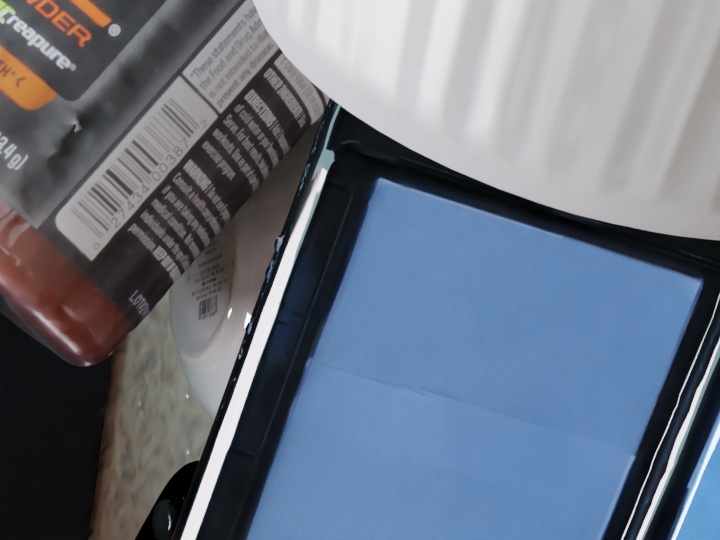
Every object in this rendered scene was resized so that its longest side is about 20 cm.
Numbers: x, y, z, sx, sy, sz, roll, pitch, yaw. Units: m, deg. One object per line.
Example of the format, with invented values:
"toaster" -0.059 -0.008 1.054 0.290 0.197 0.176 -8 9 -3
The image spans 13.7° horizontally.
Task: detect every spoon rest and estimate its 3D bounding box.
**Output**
"spoon rest" 0.000 0.000 0.832 0.200 0.061 0.100 165 110 -65

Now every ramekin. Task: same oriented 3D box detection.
"ramekin" 0.063 -0.085 0.647 0.202 0.202 0.094 48 131 46

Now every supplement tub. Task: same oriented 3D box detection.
"supplement tub" -0.048 -0.079 0.813 0.200 0.107 0.107 -50 38 -7

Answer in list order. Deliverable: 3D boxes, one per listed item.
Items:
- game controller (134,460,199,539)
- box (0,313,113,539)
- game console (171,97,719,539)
"game controller" -0.029 0.153 0.840 0.104 0.042 0.200 -52 45 34
"box" -0.176 -0.010 1.004 0.197 0.117 0.200 5 86 53
"game console" 0.055 0.061 0.691 0.119 0.172 0.200 -109 38 -71
